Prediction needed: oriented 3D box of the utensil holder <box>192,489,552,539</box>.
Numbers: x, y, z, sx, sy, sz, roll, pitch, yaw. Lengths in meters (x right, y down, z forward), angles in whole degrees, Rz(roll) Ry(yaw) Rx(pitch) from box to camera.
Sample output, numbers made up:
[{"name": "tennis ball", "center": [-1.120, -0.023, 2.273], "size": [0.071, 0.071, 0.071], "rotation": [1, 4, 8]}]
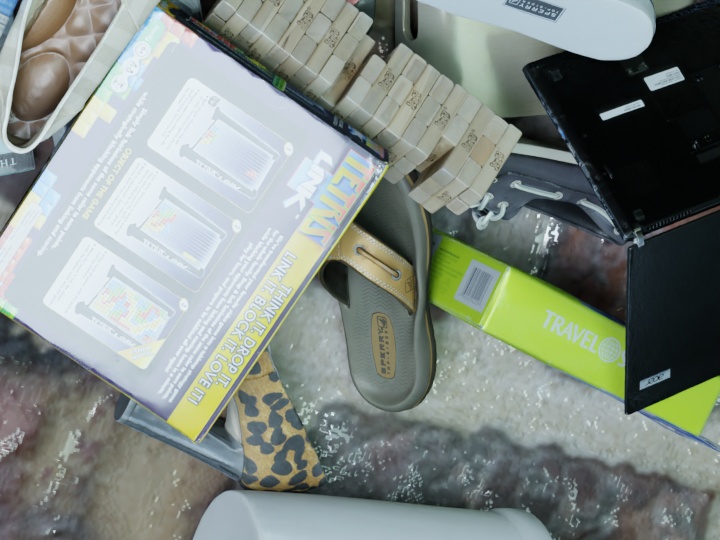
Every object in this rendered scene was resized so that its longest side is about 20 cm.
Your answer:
[{"name": "utensil holder", "center": [0.003, 0.223, 1.740], "size": [0.199, 0.170, 0.171], "rotation": [8, 100, -21]}]

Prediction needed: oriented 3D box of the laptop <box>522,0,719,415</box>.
[{"name": "laptop", "center": [0.200, -0.045, 1.737], "size": [0.176, 0.103, 0.201], "rotation": [-21, 72, -29]}]

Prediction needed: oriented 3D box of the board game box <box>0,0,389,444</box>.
[{"name": "board game box", "center": [-0.105, -0.030, 1.622], "size": [0.165, 0.057, 0.201], "rotation": [34, 99, -8]}]

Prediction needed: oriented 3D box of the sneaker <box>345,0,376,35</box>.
[{"name": "sneaker", "center": [-0.056, -0.219, 1.664], "size": [0.086, 0.074, 0.201], "rotation": [-25, 109, 0]}]

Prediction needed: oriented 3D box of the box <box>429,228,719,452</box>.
[{"name": "box", "center": [0.137, 0.044, 1.771], "size": [0.199, 0.122, 0.048], "rotation": [27, 91, -26]}]

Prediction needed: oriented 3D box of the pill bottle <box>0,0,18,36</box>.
[{"name": "pill bottle", "center": [-0.257, -0.134, 1.544], "size": [0.112, 0.112, 0.201], "rotation": [27, 92, -26]}]

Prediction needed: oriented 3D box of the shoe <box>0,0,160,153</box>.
[{"name": "shoe", "center": [-0.147, -0.149, 1.543], "size": [0.070, 0.053, 0.201], "rotation": [28, 111, -6]}]

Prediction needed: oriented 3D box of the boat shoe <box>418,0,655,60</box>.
[{"name": "boat shoe", "center": [0.088, -0.191, 1.668], "size": [0.199, 0.068, 0.072], "rotation": [18, 140, -20]}]

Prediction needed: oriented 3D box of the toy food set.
[{"name": "toy food set", "center": [0.118, -0.174, 1.750], "size": [0.199, 0.060, 0.145], "rotation": [-5, 109, -15]}]

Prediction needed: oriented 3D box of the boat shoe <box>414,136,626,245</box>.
[{"name": "boat shoe", "center": [0.095, -0.053, 1.757], "size": [0.199, 0.073, 0.063], "rotation": [6, 98, -29]}]

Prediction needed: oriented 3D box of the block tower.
[{"name": "block tower", "center": [-0.006, -0.112, 1.650], "size": [0.200, 0.054, 0.058], "rotation": [38, 63, -9]}]

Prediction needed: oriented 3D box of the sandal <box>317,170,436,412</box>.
[{"name": "sandal", "center": [0.000, 0.000, 1.725], "size": [0.054, 0.081, 0.201], "rotation": [-31, 125, -46]}]

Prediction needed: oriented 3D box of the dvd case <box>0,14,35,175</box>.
[{"name": "dvd case", "center": [-0.269, -0.143, 1.610], "size": [0.145, 0.022, 0.201], "rotation": [-11, 108, -20]}]

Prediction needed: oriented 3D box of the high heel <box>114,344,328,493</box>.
[{"name": "high heel", "center": [-0.043, 0.041, 1.718], "size": [0.142, 0.072, 0.201], "rotation": [26, 109, -20]}]

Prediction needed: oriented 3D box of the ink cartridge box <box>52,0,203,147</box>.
[{"name": "ink cartridge box", "center": [-0.135, -0.099, 1.668], "size": [0.099, 0.039, 0.201], "rotation": [-17, 110, -19]}]
